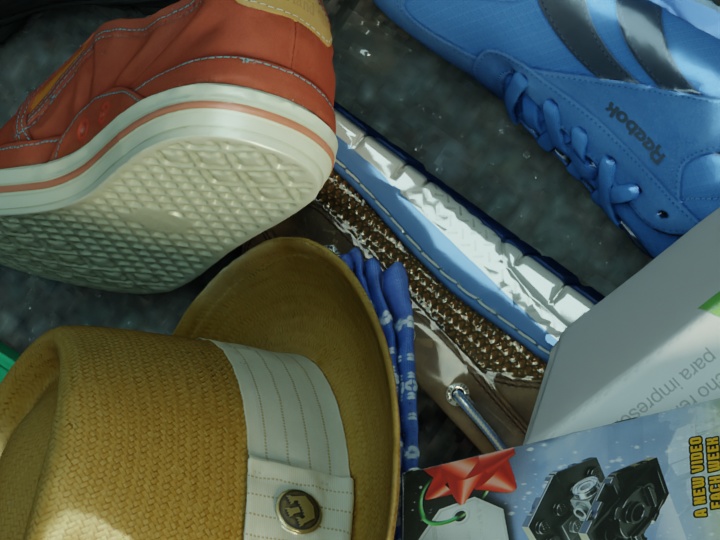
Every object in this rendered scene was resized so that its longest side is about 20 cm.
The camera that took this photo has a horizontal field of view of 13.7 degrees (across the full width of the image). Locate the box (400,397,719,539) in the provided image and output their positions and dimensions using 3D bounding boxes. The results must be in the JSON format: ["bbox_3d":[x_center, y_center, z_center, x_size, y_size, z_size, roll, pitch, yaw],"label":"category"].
[{"bbox_3d":[0.078,0.122,0.694,0.137,0.040,0.200,-14,48,18],"label":"box"}]

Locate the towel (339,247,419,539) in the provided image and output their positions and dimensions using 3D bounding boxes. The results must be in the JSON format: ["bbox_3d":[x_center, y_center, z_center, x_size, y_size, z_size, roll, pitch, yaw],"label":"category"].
[{"bbox_3d":[-0.030,0.106,0.813,0.024,0.145,0.200,21,46,-25],"label":"towel"}]

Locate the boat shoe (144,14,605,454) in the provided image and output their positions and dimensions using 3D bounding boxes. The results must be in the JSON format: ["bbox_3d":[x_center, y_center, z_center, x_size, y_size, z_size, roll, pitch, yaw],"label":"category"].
[{"bbox_3d":[0.000,0.000,0.888,0.200,0.072,0.072,37,94,13],"label":"boat shoe"}]

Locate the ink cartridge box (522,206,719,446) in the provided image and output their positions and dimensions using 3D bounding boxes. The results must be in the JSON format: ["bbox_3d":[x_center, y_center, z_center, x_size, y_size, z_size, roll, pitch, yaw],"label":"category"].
[{"bbox_3d":[0.164,0.064,0.802,0.145,0.084,0.200,-40,100,23],"label":"ink cartridge box"}]

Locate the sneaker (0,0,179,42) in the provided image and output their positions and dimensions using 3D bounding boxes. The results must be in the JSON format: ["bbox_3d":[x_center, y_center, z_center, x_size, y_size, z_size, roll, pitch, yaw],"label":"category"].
[{"bbox_3d":[-0.090,-0.112,0.905,0.200,0.091,0.076,-22,78,1],"label":"sneaker"}]

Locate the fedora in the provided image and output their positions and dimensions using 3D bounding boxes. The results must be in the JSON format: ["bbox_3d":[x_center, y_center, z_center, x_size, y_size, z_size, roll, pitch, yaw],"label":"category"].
[{"bbox_3d":[-0.064,0.079,0.783,0.082,0.200,0.201,18,82,-24],"label":"fedora"}]

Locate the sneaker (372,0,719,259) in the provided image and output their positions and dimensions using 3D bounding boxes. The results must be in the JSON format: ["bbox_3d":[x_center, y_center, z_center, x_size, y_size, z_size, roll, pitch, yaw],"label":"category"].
[{"bbox_3d":[0.084,-0.043,0.888,0.200,0.066,0.079,23,83,8],"label":"sneaker"}]

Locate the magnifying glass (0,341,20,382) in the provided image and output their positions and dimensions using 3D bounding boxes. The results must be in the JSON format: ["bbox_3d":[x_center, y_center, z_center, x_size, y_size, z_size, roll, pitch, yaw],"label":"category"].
[{"bbox_3d":[-0.139,0.023,0.919,0.080,0.022,0.200,-36,78,14],"label":"magnifying glass"}]

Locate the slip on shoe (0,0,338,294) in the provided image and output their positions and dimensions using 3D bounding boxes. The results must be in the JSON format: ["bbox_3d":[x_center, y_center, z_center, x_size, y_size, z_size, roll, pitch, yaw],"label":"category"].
[{"bbox_3d":[-0.065,-0.036,0.853,0.074,0.200,0.061,21,68,-25],"label":"slip on shoe"}]
